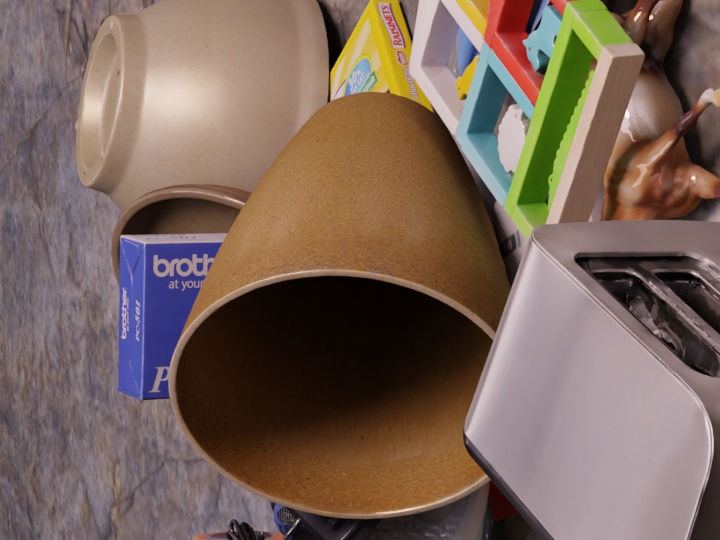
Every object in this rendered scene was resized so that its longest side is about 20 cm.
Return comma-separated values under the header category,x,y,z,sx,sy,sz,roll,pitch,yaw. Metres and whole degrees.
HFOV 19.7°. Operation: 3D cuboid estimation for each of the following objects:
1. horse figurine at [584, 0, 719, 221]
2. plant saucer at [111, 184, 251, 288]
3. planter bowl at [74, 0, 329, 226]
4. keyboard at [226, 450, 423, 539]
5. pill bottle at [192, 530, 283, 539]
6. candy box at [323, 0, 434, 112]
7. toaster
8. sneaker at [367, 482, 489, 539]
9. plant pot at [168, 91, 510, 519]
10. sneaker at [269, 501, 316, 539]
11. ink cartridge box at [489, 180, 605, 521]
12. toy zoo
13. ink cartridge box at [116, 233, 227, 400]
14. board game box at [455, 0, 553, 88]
category,x,y,z,sx,sy,sz,roll,pitch,yaw
horse figurine,0.145,-0.089,1.035,0.133,0.050,0.201,-40,56,56
plant saucer,-0.074,0.017,1.378,0.029,0.200,0.200,-55,2,-37
planter bowl,-0.119,-0.106,1.432,0.200,0.134,0.201,-172,90,-69
keyboard,-0.032,0.136,1.234,0.127,0.021,0.200,-52,16,-4
pill bottle,-0.081,0.283,1.441,0.106,0.106,0.201,0,91,63
candy box,-0.008,-0.076,1.370,0.200,0.026,0.102,122,142,-48
toaster,0.158,0.066,0.875,0.200,0.180,0.119,49,130,51
sneaker,0.040,0.194,1.220,0.074,0.118,0.201,8,70,27
plant pot,0.000,0.000,1.135,0.200,0.186,0.187,-85,15,-46
sneaker,-0.001,0.156,1.316,0.200,0.075,0.079,-30,67,62
ink cartridge box,0.092,0.045,1.151,0.200,0.050,0.161,-33,62,58
toy zoo,0.074,-0.116,1.074,0.200,0.020,0.131,59,146,40
ink cartridge box,-0.046,0.025,1.254,0.044,0.199,0.094,14,103,62
board game box,0.102,-0.183,1.124,0.200,0.039,0.158,118,156,-49
